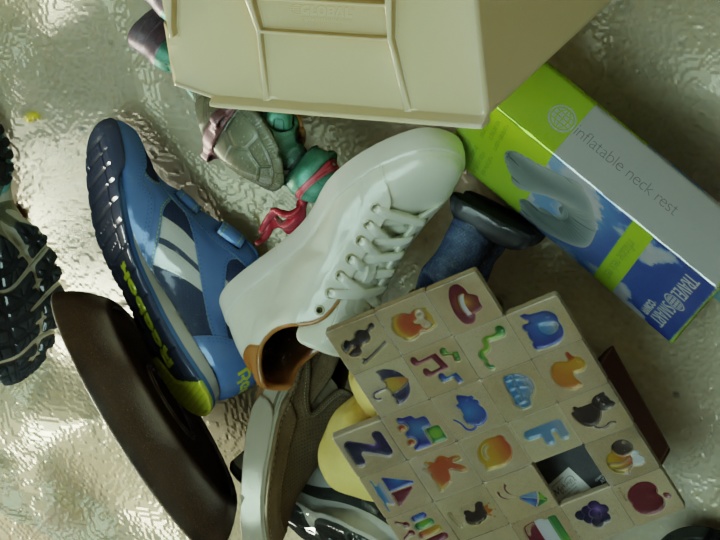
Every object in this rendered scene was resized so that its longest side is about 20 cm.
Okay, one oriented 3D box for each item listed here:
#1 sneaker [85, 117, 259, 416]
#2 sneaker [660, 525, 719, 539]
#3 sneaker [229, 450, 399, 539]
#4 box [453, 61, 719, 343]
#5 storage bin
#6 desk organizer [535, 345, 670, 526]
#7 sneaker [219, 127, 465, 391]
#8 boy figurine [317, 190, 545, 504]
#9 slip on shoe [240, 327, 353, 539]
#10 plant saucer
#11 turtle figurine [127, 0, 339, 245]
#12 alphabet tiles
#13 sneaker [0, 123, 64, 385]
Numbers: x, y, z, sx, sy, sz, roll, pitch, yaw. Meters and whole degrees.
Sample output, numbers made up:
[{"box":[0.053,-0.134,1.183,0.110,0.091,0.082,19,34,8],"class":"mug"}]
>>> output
[{"box":[-0.114,-0.009,1.748,0.200,0.082,0.074,66,160,2],"class":"sneaker"},{"box":[0.268,0.223,1.654,0.200,0.075,0.079,26,141,22],"class":"sneaker"},{"box":[0.002,0.123,1.752,0.076,0.115,0.200,45,166,-30],"class":"sneaker"},{"box":[0.145,-0.037,1.557,0.200,0.048,0.122,40,164,6],"class":"box"},{"box":[0.021,-0.165,1.501,0.199,0.200,0.094,7,120,27],"class":"storage bin"},{"box":[0.111,0.142,1.685,0.072,0.077,0.200,41,126,0],"class":"desk organizer"},{"box":[0.000,0.000,1.604,0.200,0.073,0.085,-45,49,33],"class":"sneaker"},{"box":[0.035,0.050,1.629,0.064,0.124,0.200,28,97,11],"class":"boy figurine"},{"box":[-0.031,0.082,1.695,0.061,0.200,0.076,10,163,6],"class":"slip on shoe"},{"box":[-0.133,0.092,1.754,0.032,0.200,0.200,-32,97,2],"class":"plant saucer"},{"box":[-0.057,-0.103,1.636,0.200,0.101,0.150,44,139,13],"class":"turtle figurine"},{"box":[0.071,0.092,1.588,0.167,0.008,0.200,-22,116,21],"class":"alphabet tiles"},{"box":[-0.263,-0.020,1.835,0.086,0.078,0.200,-1,108,44],"class":"sneaker"}]
